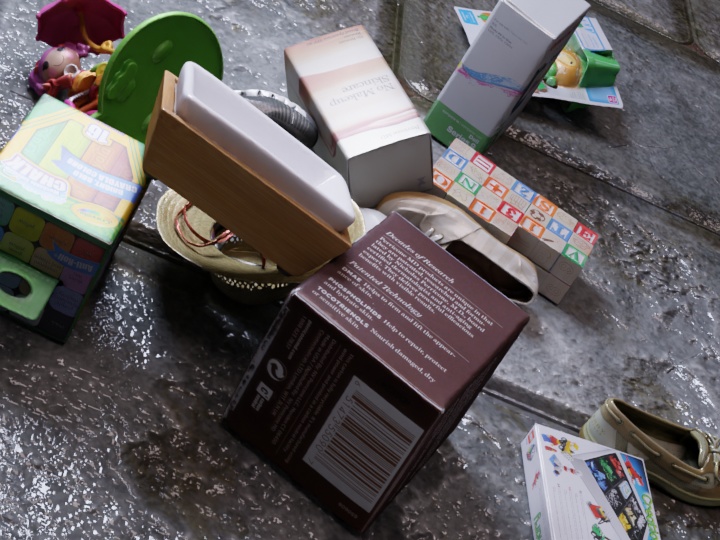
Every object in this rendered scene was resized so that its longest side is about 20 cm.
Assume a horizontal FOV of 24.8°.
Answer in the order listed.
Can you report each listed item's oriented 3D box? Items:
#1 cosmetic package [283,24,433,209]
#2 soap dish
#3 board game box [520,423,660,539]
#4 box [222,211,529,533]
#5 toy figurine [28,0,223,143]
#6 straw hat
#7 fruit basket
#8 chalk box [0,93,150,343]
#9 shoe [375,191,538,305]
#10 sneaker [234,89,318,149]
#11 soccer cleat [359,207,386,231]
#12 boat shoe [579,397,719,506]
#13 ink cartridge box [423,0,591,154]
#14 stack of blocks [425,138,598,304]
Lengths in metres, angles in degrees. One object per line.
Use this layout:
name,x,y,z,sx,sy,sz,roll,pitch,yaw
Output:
cosmetic package,-0.004,-0.166,1.780,0.102,0.088,0.201,-19,49,-13
soap dish,-0.102,-0.087,1.429,0.199,0.081,0.158,36,12,-16
board game box,0.221,0.240,1.533,0.125,0.035,0.201,20,36,-16
box,0.015,0.086,1.448,0.164,0.167,0.200,37,34,9
toy figurine,-0.266,-0.199,1.638,0.183,0.200,0.150,33,-12,37
straw hat,-0.098,-0.015,1.559,0.199,0.086,0.202,6,37,-5
fruit basket,0.237,-0.289,2.159,0.198,0.094,0.186,10,40,-24
chalk box,-0.272,-0.036,1.413,0.124,0.124,0.201,27,34,-7
shoe,0.105,-0.021,1.737,0.199,0.070,0.054,27,26,-11
sneaker,-0.141,-0.155,1.721,0.198,0.067,0.091,20,39,-12
soccer cleat,0.000,0.000,1.640,0.077,0.070,0.201,17,30,-13
boat shoe,0.320,0.181,1.659,0.199,0.063,0.074,21,36,-16
ink cartridge box,0.174,-0.246,1.957,0.087,0.201,0.145,36,34,6
stack of blocks,0.158,-0.050,1.825,0.199,0.059,0.115,34,34,3
